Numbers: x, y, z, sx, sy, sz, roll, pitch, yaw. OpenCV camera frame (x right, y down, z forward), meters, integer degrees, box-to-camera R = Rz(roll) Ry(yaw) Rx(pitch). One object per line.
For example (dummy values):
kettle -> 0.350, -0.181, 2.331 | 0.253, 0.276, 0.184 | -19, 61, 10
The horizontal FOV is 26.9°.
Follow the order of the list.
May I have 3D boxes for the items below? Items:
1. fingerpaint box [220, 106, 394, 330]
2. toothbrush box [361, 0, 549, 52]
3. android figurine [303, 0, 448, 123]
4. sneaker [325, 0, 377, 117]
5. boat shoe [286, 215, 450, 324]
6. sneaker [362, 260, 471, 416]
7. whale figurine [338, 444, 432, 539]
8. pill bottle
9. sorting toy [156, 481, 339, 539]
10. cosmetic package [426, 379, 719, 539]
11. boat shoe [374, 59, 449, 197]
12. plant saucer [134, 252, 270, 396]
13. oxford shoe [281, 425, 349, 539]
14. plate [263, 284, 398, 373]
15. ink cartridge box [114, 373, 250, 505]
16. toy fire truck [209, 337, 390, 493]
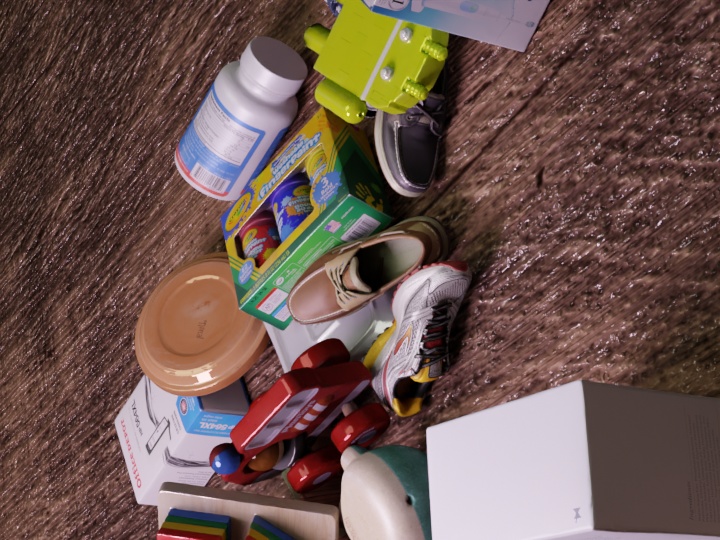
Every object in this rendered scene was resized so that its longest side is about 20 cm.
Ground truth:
fingerpaint box -> -0.067, -0.061, 1.745 | 0.200, 0.073, 0.167 | -44, 37, 25
toothbrush box -> 0.102, -0.317, 1.499 | 0.085, 0.199, 0.147 | 54, 127, 47
android figurine -> 0.019, -0.246, 1.629 | 0.200, 0.041, 0.182 | 39, 107, 41
sneaker -> 0.001, -0.283, 1.752 | 0.146, 0.080, 0.201 | 24, 105, 60
boat shoe -> 0.000, 0.000, 1.628 | 0.200, 0.074, 0.076 | -30, 88, 23
sneaker -> 0.072, 0.071, 1.584 | 0.082, 0.078, 0.200 | 58, 138, 38
whale figurine -> 0.037, 0.251, 1.585 | 0.159, 0.104, 0.200 | 62, 160, 10
pill bottle -> -0.147, -0.195, 1.914 | 0.200, 0.112, 0.112 | -54, 43, 33
sorting toy -> -0.129, 0.344, 1.653 | 0.070, 0.198, 0.201 | -69, -16, -60
cosmetic package -> 0.193, 0.177, 1.264 | 0.199, 0.200, 0.123 | -25, 63, 50
boat shoe -> 0.062, -0.182, 1.644 | 0.065, 0.072, 0.201 | -22, 59, 57
plant saucer -> -0.200, 0.063, 1.914 | 0.200, 0.032, 0.201 | -13, 56, 21
oxford shoe -> -0.052, 0.240, 1.737 | 0.074, 0.071, 0.200 | 111, 153, -43
plate -> -0.036, 0.055, 1.737 | 0.200, 0.032, 0.200 | -47, 45, 25
ink cartridge box -> -0.235, 0.195, 1.984 | 0.200, 0.084, 0.146 | -54, 43, 32
toy fire truck -> -0.079, 0.164, 1.606 | 0.200, 0.168, 0.112 | -46, 66, 30
